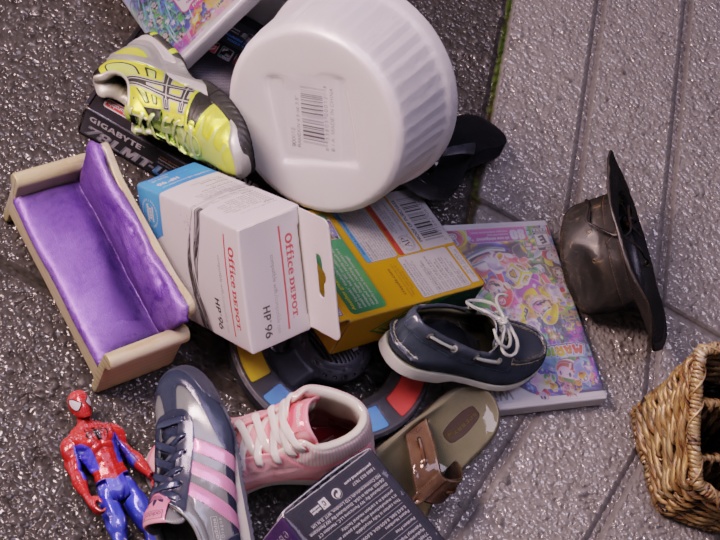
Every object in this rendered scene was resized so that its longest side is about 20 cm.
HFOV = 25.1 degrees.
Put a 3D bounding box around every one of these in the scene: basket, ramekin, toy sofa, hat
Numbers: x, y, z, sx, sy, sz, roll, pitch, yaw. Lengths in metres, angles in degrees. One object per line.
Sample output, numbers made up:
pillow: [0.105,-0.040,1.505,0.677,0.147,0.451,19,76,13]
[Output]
basket: [0.378,0.160,1.518,0.198,0.149,0.144,3,59,-22]
ramekin: [-0.021,-0.150,1.446,0.200,0.201,0.098,40,39,5]
toy sofa: [-0.228,-0.007,1.401,0.082,0.098,0.201,-20,70,-31]
hat: [0.240,-0.012,1.596,0.080,0.201,0.202,-15,59,14]

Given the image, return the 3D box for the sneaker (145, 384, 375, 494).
sneaker: [-0.083,0.140,1.348,0.198,0.105,0.076,-4,60,-7]

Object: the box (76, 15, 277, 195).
box: [-0.142,-0.165,1.566,0.199,0.050,0.199,30,53,-2]

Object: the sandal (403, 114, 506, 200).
sandal: [0.086,-0.124,1.598,0.076,0.043,0.200,34,32,11]

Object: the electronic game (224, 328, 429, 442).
electronic game: [-0.027,0.067,1.473,0.198,0.042,0.202,11,56,-16]

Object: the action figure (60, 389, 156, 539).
action figure: [-0.196,0.186,1.328,0.065,0.052,0.201,-19,67,-25]

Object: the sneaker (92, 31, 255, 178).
sneaker: [-0.166,-0.136,1.454,0.076,0.076,0.200,-31,50,-23]

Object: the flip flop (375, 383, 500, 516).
flip flop: [0.065,0.169,1.426,0.200,0.057,0.081,-41,100,-35]

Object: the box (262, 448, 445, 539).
box: [0.011,0.271,1.297,0.104,0.148,0.200,-32,75,-34]

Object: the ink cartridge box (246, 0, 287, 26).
ink cartridge box: [-0.080,-0.352,1.643,0.145,0.083,0.202,49,40,-41]

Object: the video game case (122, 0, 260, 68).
video game case: [-0.149,-0.315,1.536,0.183,0.200,0.024,54,12,25]

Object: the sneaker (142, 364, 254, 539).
sneaker: [-0.139,0.171,1.281,0.082,0.070,0.202,3,65,-49]

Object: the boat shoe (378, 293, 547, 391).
boat shoe: [0.105,0.061,1.473,0.198,0.062,0.075,9,43,-38]

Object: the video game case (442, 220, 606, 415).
video game case: [0.148,0.044,1.575,0.142,0.018,0.202,-3,62,-25]

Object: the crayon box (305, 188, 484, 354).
crayon box: [0.000,0.000,1.473,0.199,0.052,0.126,-13,58,-39]

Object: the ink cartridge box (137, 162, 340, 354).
ink cartridge box: [-0.106,-0.008,1.379,0.067,0.117,0.199,-23,29,-33]
